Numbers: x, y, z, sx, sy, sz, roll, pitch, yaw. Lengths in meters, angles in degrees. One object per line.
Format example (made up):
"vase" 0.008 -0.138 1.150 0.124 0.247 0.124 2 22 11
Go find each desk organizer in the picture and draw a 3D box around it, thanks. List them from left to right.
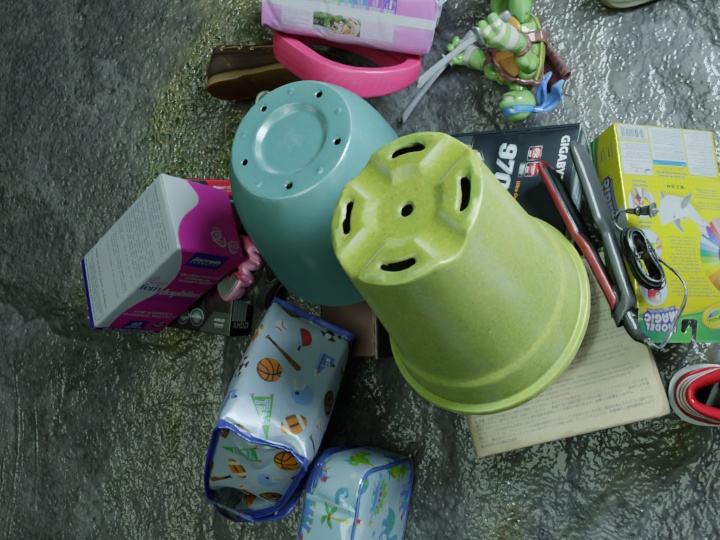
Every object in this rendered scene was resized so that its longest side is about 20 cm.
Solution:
"desk organizer" 0.000 0.000 0.801 0.075 0.071 0.207 -3 85 27

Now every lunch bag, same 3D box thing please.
"lunch bag" -0.094 0.167 0.746 0.121 0.172 0.202 26 136 -2
"lunch bag" -0.007 0.298 0.735 0.081 0.160 0.206 9 88 29

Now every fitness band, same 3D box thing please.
"fitness band" -0.018 -0.243 0.765 0.200 0.141 0.038 45 139 42

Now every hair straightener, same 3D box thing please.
"hair straightener" 0.224 -0.030 0.587 0.076 0.040 0.205 -34 59 34

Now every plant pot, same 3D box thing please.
"plant pot" -0.042 -0.088 0.681 0.195 0.161 0.206 -8 65 17
"plant pot" 0.073 -0.008 0.566 0.196 0.184 0.205 -16 54 24

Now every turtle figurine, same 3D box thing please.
"turtle figurine" 0.126 -0.266 0.721 0.194 0.143 0.200 5 90 21

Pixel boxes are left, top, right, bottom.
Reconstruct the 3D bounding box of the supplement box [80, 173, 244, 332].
"supplement box" -0.247 -0.014 0.831 0.199 0.100 0.106 -37 61 32

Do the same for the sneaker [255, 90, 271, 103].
"sneaker" -0.052 -0.163 0.829 0.197 0.088 0.076 29 96 22

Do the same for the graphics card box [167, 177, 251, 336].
"graphics card box" -0.200 -0.020 0.907 0.122 0.051 0.206 6 89 25

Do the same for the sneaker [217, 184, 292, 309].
"sneaker" -0.096 -0.039 0.845 0.202 0.094 0.079 -56 35 6

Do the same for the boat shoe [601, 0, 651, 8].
"boat shoe" 0.334 -0.326 0.670 0.195 0.064 0.074 -13 79 23

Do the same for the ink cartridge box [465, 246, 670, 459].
"ink cartridge box" 0.195 0.087 0.700 0.196 0.075 0.169 -19 77 23

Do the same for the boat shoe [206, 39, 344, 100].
"boat shoe" -0.111 -0.268 0.870 0.194 0.070 0.072 3 75 16

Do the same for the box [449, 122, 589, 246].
"box" 0.143 -0.051 0.700 0.155 0.046 0.205 2 64 34

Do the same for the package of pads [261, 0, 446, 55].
"package of pads" -0.004 -0.302 0.752 0.194 0.121 0.077 11 123 6

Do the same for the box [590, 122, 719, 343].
"box" 0.288 -0.032 0.636 0.114 0.048 0.206 2 74 -13

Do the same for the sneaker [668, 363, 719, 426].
"sneaker" 0.379 0.113 0.584 0.195 0.115 0.081 -10 82 18
